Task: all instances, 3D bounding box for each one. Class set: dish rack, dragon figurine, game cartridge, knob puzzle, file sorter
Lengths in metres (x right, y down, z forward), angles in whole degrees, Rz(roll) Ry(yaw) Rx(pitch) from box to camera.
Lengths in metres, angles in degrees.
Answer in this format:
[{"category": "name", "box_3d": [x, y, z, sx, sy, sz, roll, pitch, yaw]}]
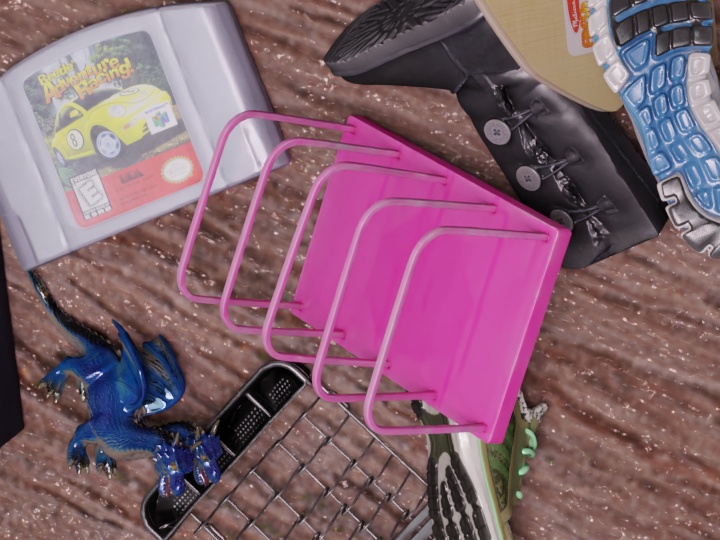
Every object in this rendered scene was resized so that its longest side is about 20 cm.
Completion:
[{"category": "dish rack", "box_3d": [-0.028, 0.169, 1.456, 0.200, 0.055, 0.154, 43, 106, 0]}, {"category": "dragon figurine", "box_3d": [-0.155, 0.071, 1.442, 0.099, 0.059, 0.201, -32, 62, 23]}, {"category": "game cartridge", "box_3d": [-0.159, -0.096, 1.437, 0.199, 0.041, 0.134, -22, 90, 13]}, {"category": "knob puzzle", "box_3d": [0.130, -0.194, 1.310, 0.030, 0.218, 0.222, 6, 105, 51]}, {"category": "file sorter", "box_3d": [0.000, 0.000, 1.331, 0.200, 0.125, 0.140, 32, 110, 43]}]

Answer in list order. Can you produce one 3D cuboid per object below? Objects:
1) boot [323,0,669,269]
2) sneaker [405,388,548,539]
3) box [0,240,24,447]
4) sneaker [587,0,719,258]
[{"category": "boot", "box_3d": [0.086, -0.087, 1.377, 0.200, 0.066, 0.164, 48, 150, -21]}, {"category": "sneaker", "box_3d": [0.090, 0.114, 1.408, 0.088, 0.077, 0.202, -12, 94, -25]}, {"category": "box", "box_3d": [-0.344, 0.037, 1.463, 0.198, 0.104, 0.184, -3, 99, 11]}, {"category": "sneaker", "box_3d": [0.185, -0.102, 1.307, 0.074, 0.087, 0.202, -17, 87, 5]}]
